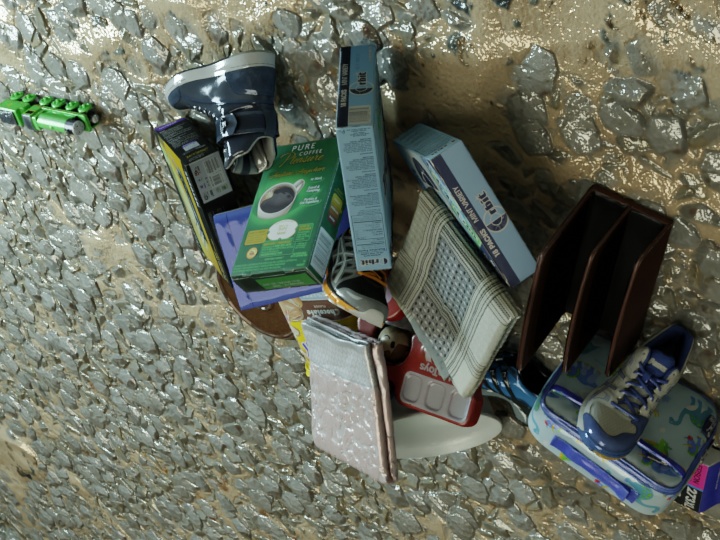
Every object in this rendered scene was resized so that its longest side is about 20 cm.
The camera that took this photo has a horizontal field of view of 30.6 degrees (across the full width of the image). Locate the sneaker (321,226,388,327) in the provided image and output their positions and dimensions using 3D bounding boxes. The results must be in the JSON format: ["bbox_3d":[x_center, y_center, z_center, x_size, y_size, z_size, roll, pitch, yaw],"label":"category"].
[{"bbox_3d":[0.000,0.000,1.596,0.078,0.200,0.077,30,107,-25],"label":"sneaker"}]

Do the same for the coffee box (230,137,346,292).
[{"bbox_3d":[-0.079,-0.071,1.638,0.122,0.201,0.044,-7,145,33],"label":"coffee box"}]

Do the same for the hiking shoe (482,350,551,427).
[{"bbox_3d":[0.183,0.127,1.706,0.199,0.074,0.087,27,134,7],"label":"hiking shoe"}]

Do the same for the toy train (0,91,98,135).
[{"bbox_3d":[-0.477,-0.236,1.999,0.199,0.056,0.042,14,134,36],"label":"toy train"}]

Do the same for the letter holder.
[{"bbox_3d":[0.255,0.033,1.472,0.100,0.142,0.201,28,140,22],"label":"letter holder"}]

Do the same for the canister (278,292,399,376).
[{"bbox_3d":[-0.041,0.057,1.834,0.148,0.087,0.201,-1,122,41],"label":"canister"}]

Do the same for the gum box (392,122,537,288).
[{"bbox_3d":[0.116,-0.079,1.494,0.170,0.044,0.200,57,178,-15],"label":"gum box"}]

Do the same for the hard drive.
[{"bbox_3d":[-0.081,-0.033,1.722,0.199,0.025,0.133,-13,100,14],"label":"hard drive"}]

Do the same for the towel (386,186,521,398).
[{"bbox_3d":[0.096,0.033,1.510,0.193,0.034,0.200,56,152,23],"label":"towel"}]

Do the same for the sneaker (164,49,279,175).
[{"bbox_3d":[-0.179,-0.190,1.690,0.202,0.077,0.147,-9,87,48],"label":"sneaker"}]

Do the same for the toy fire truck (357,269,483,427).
[{"bbox_3d":[0.077,0.094,1.663,0.199,0.112,0.169,16,91,33],"label":"toy fire truck"}]

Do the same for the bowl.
[{"bbox_3d":[0.088,0.185,1.793,0.201,0.200,0.091,134,135,-54],"label":"bowl"}]

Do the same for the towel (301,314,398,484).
[{"bbox_3d":[-0.018,0.166,1.719,0.200,0.032,0.192,17,116,61],"label":"towel"}]

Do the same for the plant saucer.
[{"bbox_3d":[-0.144,0.030,1.953,0.200,0.034,0.201,26,140,23],"label":"plant saucer"}]

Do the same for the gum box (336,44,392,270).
[{"bbox_3d":[0.007,-0.131,1.528,0.044,0.170,0.201,-4,129,4],"label":"gum box"}]

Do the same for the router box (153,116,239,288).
[{"bbox_3d":[-0.211,-0.095,1.819,0.157,0.052,0.201,44,156,57],"label":"router box"}]

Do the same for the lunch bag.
[{"bbox_3d":[0.309,0.180,1.549,0.200,0.161,0.083,35,143,14],"label":"lunch bag"}]

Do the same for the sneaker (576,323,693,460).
[{"bbox_3d":[0.307,0.127,1.467,0.075,0.200,0.088,34,135,10],"label":"sneaker"}]

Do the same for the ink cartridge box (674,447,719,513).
[{"bbox_3d":[0.385,0.241,1.643,0.199,0.037,0.095,22,139,25],"label":"ink cartridge box"}]
